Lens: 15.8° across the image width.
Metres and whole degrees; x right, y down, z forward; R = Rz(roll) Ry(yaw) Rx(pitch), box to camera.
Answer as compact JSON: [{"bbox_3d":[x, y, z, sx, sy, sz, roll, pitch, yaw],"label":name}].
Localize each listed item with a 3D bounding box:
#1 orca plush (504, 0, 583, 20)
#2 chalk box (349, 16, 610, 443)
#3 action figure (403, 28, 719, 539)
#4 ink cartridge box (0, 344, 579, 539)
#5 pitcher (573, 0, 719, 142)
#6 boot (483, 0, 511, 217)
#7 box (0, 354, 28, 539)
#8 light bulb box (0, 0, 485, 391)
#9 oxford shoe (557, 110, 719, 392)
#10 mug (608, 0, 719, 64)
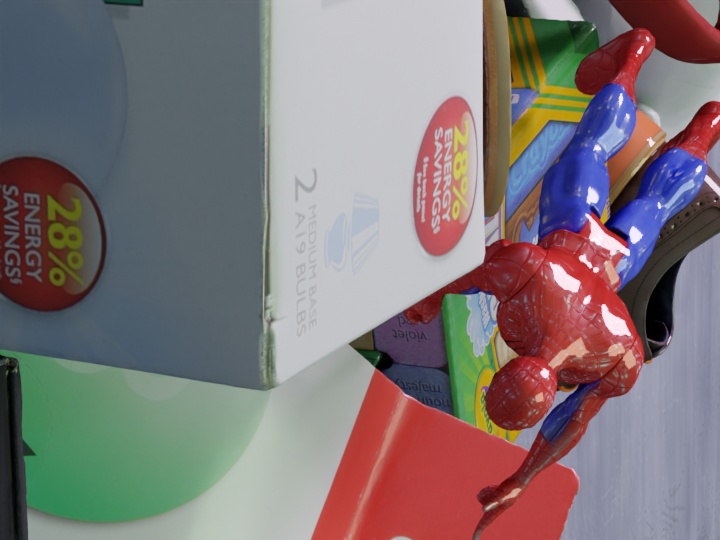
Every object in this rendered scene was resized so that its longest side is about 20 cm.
[{"bbox_3d":[0.059,-0.080,1.096,0.105,0.071,0.200,47,14,-22],"label":"orca plush"},{"bbox_3d":[0.000,0.000,0.935,0.200,0.125,0.124,-49,139,-52],"label":"chalk box"},{"bbox_3d":[0.058,0.006,0.834,0.099,0.065,0.200,-45,-172,31],"label":"action figure"},{"bbox_3d":[-0.037,0.090,0.799,0.050,0.200,0.161,131,-19,-69],"label":"ink cartridge box"},{"bbox_3d":[0.140,-0.132,1.218,0.200,0.121,0.172,87,24,-45],"label":"pitcher"},{"bbox_3d":[-0.046,-0.089,0.775,0.074,0.154,0.200,-152,-138,-74],"label":"boot"},{"bbox_3d":[-0.167,0.135,0.654,0.200,0.050,0.199,-20,117,-48],"label":"box"},{"bbox_3d":[-0.082,-0.089,0.643,0.125,0.200,0.199,-29,122,-60],"label":"light bulb box"},{"bbox_3d":[0.089,0.030,1.118,0.200,0.072,0.071,-58,170,28],"label":"oxford shoe"},{"bbox_3d":[0.113,-0.178,0.953,0.200,0.133,0.178,-8,63,-56],"label":"mug"}]
